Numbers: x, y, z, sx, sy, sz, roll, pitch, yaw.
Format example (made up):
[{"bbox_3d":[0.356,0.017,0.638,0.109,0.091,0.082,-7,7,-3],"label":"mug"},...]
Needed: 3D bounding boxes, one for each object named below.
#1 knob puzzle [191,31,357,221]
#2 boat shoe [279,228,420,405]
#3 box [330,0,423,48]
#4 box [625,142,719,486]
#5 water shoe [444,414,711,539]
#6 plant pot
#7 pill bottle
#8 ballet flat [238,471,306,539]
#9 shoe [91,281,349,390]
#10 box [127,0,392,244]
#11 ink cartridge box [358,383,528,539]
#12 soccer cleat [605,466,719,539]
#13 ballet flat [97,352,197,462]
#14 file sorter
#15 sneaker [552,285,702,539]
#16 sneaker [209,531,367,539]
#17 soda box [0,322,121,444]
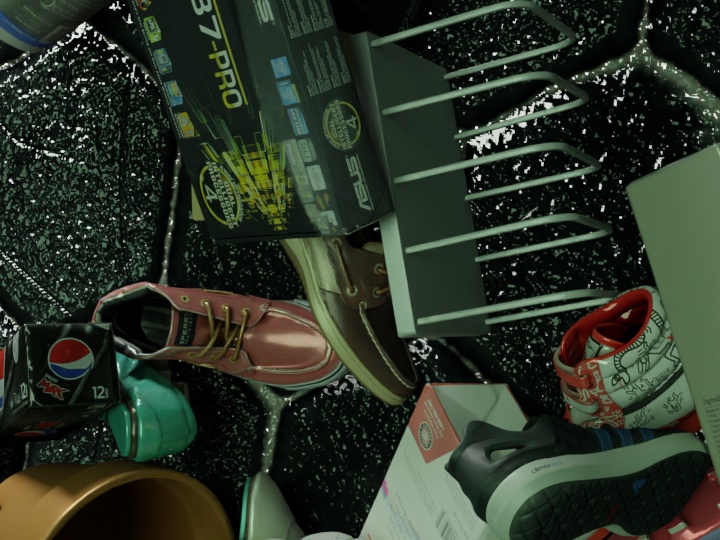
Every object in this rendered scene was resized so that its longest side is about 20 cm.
[{"bbox_3d":[-0.043,-0.134,0.974,0.219,0.030,0.220,-2,87,28],"label":"knob puzzle"},{"bbox_3d":[0.000,0.000,0.913,0.072,0.072,0.200,-28,87,19],"label":"boat shoe"},{"bbox_3d":[-0.008,-0.285,0.878,0.124,0.149,0.200,21,86,27],"label":"box"},{"bbox_3d":[0.234,0.027,0.747,0.082,0.068,0.200,-25,77,53],"label":"box"},{"bbox_3d":[0.134,0.110,0.741,0.079,0.200,0.072,43,115,37],"label":"water shoe"},{"bbox_3d":[-0.214,0.234,0.971,0.140,0.200,0.201,12,94,45],"label":"plant pot"},{"bbox_3d":[-0.225,-0.276,1.027,0.200,0.114,0.114,-29,75,23],"label":"pill bottle"},{"bbox_3d":[-0.063,0.253,0.958,0.069,0.069,0.200,8,96,27],"label":"ballet flat"},{"bbox_3d":[-0.107,0.051,0.965,0.200,0.091,0.072,9,92,27],"label":"shoe"},{"bbox_3d":[-0.070,-0.119,0.817,0.161,0.049,0.200,-2,110,50],"label":"box"},{"bbox_3d":[0.060,0.187,0.844,0.117,0.067,0.200,63,141,46],"label":"ink cartridge box"},{"bbox_3d":[0.191,0.203,0.830,0.200,0.067,0.076,-37,104,15],"label":"soccer cleat"},{"bbox_3d":[-0.178,0.098,1.005,0.200,0.070,0.067,35,121,59],"label":"ballet flat"},{"bbox_3d":[0.091,-0.065,0.842,0.124,0.139,0.200,-13,82,25],"label":"file sorter"},{"bbox_3d":[0.148,0.099,0.816,0.201,0.108,0.067,-47,26,14],"label":"sneaker"},{"bbox_3d":[-0.046,0.242,0.874,0.200,0.076,0.105,-5,105,38],"label":"sneaker"},{"bbox_3d":[-0.251,0.093,0.992,0.200,0.071,0.063,-32,62,60],"label":"soda box"}]
